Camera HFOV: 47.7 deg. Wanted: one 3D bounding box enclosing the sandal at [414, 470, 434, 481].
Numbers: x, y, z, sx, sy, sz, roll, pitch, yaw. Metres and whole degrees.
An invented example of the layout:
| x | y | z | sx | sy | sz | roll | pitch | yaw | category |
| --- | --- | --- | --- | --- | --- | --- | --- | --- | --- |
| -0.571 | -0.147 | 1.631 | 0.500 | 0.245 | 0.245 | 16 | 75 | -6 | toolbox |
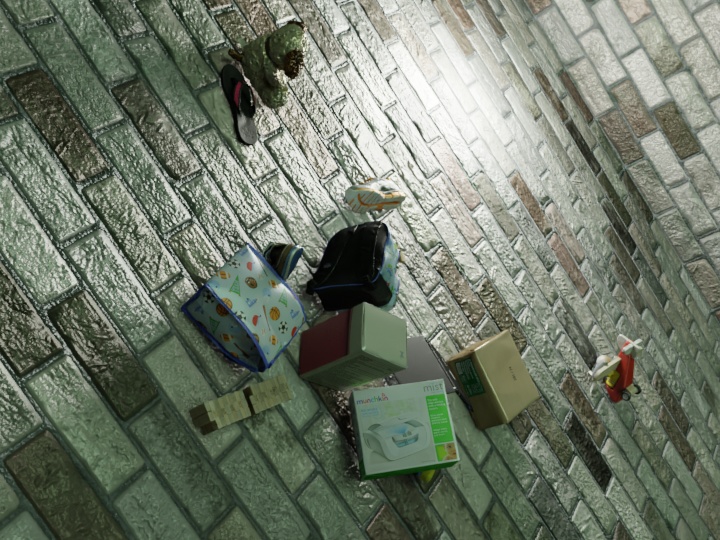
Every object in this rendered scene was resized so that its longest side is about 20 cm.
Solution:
| x | y | z | sx | sy | sz | roll | pitch | yaw | category |
| --- | --- | --- | --- | --- | --- | --- | --- | --- | --- |
| 0.125 | 0.366 | 1.815 | 0.087 | 0.080 | 0.200 | 16 | 45 | -10 | sandal |

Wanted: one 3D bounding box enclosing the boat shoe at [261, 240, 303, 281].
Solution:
| x | y | z | sx | sy | sz | roll | pitch | yaw | category |
| --- | --- | --- | --- | --- | --- | --- | --- | --- | --- |
| -0.167 | -0.020 | 1.652 | 0.072 | 0.200 | 0.072 | 32 | 73 | -3 | boat shoe |

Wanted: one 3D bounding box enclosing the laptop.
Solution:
| x | y | z | sx | sy | sz | roll | pitch | yaw | category |
| --- | --- | --- | --- | --- | --- | --- | --- | --- | --- |
| 0.155 | 0.251 | 1.903 | 0.200 | 0.103 | 0.177 | 50 | 9 | -51 | laptop |

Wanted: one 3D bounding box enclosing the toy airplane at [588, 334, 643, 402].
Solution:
| x | y | z | sx | sy | sz | roll | pitch | yaw | category |
| --- | --- | --- | --- | --- | --- | --- | --- | --- | --- |
| 0.792 | 0.287 | 2.512 | 0.200 | 0.141 | 0.200 | 41 | 75 | -42 | toy airplane |

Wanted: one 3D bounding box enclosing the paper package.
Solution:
| x | y | z | sx | sy | sz | roll | pitch | yaw | category |
| --- | --- | --- | --- | --- | --- | --- | --- | --- | --- |
| 0.338 | 0.277 | 2.066 | 0.190 | 0.103 | 0.201 | -21 | 86 | -50 | paper package |

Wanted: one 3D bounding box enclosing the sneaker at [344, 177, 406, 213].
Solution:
| x | y | z | sx | sy | sz | roll | pitch | yaw | category |
| --- | --- | --- | --- | --- | --- | --- | --- | --- | --- |
| 0.027 | -0.195 | 2.033 | 0.200 | 0.078 | 0.077 | -1 | 56 | -51 | sneaker |

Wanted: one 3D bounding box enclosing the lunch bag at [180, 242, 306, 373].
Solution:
| x | y | z | sx | sy | sz | roll | pitch | yaw | category |
| --- | --- | --- | --- | --- | --- | --- | --- | --- | --- |
| -0.215 | 0.081 | 1.577 | 0.200 | 0.124 | 0.170 | 45 | 43 | -7 | lunch bag |

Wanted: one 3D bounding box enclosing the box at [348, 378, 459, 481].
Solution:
| x | y | z | sx | sy | sz | roll | pitch | yaw | category |
| --- | --- | --- | --- | --- | --- | --- | --- | --- | --- |
| 0.088 | 0.333 | 1.706 | 0.199 | 0.097 | 0.177 | -6 | 69 | -9 | box |

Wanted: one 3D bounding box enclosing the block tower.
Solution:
| x | y | z | sx | sy | sz | roll | pitch | yaw | category |
| --- | --- | --- | --- | --- | --- | --- | --- | --- | --- |
| -0.220 | 0.251 | 1.527 | 0.200 | 0.058 | 0.054 | -14 | 80 | -47 | block tower |

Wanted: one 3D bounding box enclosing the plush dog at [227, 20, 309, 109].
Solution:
| x | y | z | sx | sy | sz | roll | pitch | yaw | category |
| --- | --- | --- | --- | --- | --- | --- | --- | --- | --- |
| -0.193 | -0.501 | 1.875 | 0.160 | 0.171 | 0.201 | 30 | 48 | -43 | plush dog |

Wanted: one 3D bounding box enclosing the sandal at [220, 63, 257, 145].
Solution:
| x | y | z | sx | sy | sz | roll | pitch | yaw | category |
| --- | --- | --- | --- | --- | --- | --- | --- | --- | --- |
| -0.263 | -0.380 | 1.843 | 0.075 | 0.045 | 0.201 | -1 | 69 | -47 | sandal |

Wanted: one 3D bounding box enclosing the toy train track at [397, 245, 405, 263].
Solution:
| x | y | z | sx | sy | sz | roll | pitch | yaw | category |
| --- | --- | --- | --- | --- | --- | --- | --- | --- | --- |
| 0.046 | -0.036 | 1.986 | 0.200 | 0.032 | 0.115 | 1 | 68 | -45 | toy train track |

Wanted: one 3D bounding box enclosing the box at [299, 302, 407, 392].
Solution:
| x | y | z | sx | sy | sz | roll | pitch | yaw | category |
| --- | --- | --- | --- | --- | --- | --- | --- | --- | --- |
| -0.015 | 0.162 | 1.679 | 0.128 | 0.200 | 0.109 | 26 | 52 | -36 | box |

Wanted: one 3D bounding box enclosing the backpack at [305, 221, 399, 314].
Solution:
| x | y | z | sx | sy | sz | roll | pitch | yaw | category |
| --- | --- | --- | --- | --- | --- | --- | --- | --- | --- |
| 0.000 | 0.000 | 1.811 | 0.200 | 0.182 | 0.147 | -76 | 147 | -40 | backpack |
